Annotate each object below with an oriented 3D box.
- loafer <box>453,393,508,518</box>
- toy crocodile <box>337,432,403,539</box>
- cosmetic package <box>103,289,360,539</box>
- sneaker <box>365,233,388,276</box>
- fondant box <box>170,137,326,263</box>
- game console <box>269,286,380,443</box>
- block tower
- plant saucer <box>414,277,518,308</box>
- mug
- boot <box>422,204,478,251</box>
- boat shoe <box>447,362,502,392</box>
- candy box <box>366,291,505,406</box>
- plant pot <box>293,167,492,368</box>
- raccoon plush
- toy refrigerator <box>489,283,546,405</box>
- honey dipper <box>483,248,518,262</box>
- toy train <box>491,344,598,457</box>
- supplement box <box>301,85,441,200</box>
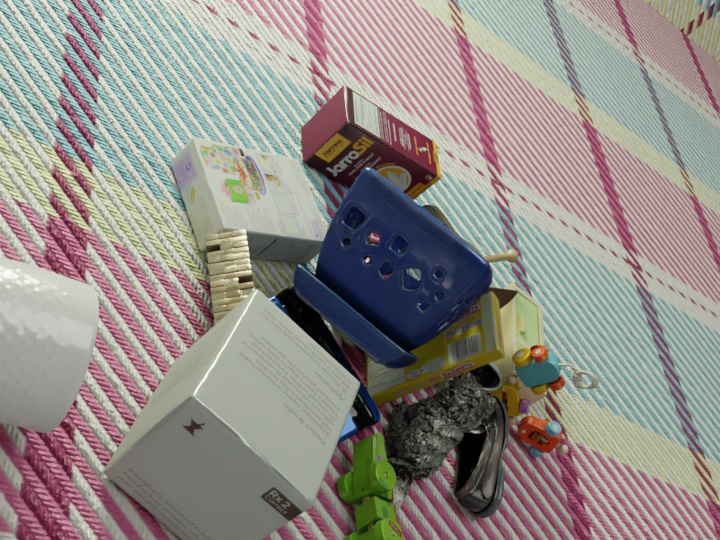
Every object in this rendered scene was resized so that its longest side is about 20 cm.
[{"bbox_3d":[0.164,0.246,1.554,0.063,0.072,0.201,31,41,-22],"label":"loafer"},{"bbox_3d":[0.018,0.290,1.332,0.062,0.067,0.201,31,40,-38],"label":"toy crocodile"},{"bbox_3d":[-0.130,0.165,1.177,0.165,0.165,0.200,44,33,-11],"label":"cosmetic package"},{"bbox_3d":[0.000,0.000,1.585,0.079,0.095,0.201,48,55,-32],"label":"sneaker"},{"bbox_3d":[-0.146,-0.092,1.505,0.199,0.058,0.145,8,53,-49],"label":"fondant box"},{"bbox_3d":[-0.078,0.135,1.407,0.201,0.118,0.171,58,2,9],"label":"game console"},{"bbox_3d":[-0.153,0.035,1.341,0.057,0.054,0.201,-9,47,-7],"label":"block tower"},{"bbox_3d":[0.131,0.035,1.641,0.200,0.200,0.037,10,87,-46],"label":"plant saucer"},{"bbox_3d":[-0.361,0.047,1.048,0.175,0.148,0.200,21,13,-29],"label":"mug"},{"bbox_3d":[0.093,-0.033,1.731,0.182,0.073,0.200,49,24,18],"label":"boot"},{"bbox_3d":[0.125,0.119,1.588,0.200,0.070,0.071,27,2,-30],"label":"boat shoe"},{"bbox_3d":[0.096,0.106,1.484,0.026,0.199,0.103,49,29,-36],"label":"candy box"},{"bbox_3d":[0.036,0.011,1.404,0.200,0.180,0.200,40,-1,11],"label":"plant pot"},{"bbox_3d":[0.106,0.222,1.441,0.097,0.134,0.200,39,34,-21],"label":"raccoon plush"},{"bbox_3d":[0.249,0.120,1.778,0.076,0.070,0.201,36,36,-23],"label":"toy refrigerator"},{"bbox_3d":[0.178,-0.012,1.734,0.199,0.038,0.038,-7,63,-43],"label":"honey dipper"},{"bbox_3d":[0.269,0.185,1.652,0.150,0.200,0.056,24,41,2],"label":"toy train"},{"bbox_3d":[0.017,-0.186,1.747,0.199,0.110,0.086,27,40,-33],"label":"supplement box"}]
